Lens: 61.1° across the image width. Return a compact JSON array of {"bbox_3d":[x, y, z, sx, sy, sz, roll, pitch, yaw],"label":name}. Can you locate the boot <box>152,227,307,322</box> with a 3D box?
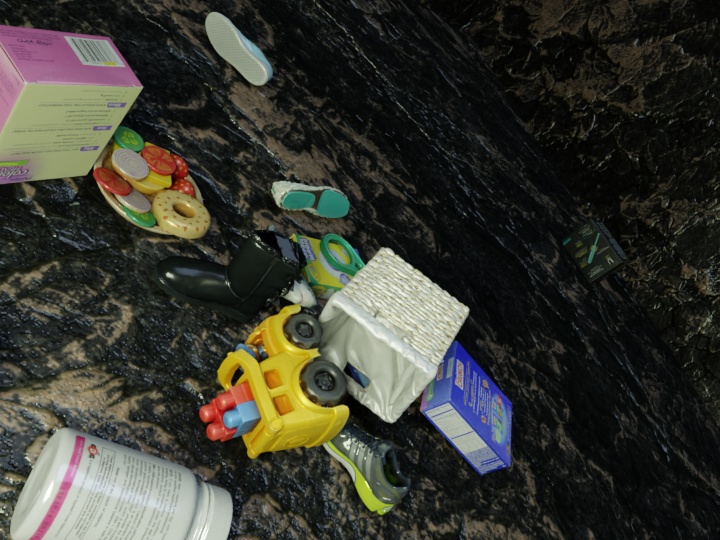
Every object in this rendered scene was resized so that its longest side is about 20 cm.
[{"bbox_3d":[-0.194,-0.005,0.938,0.198,0.162,0.074,28,36,-30],"label":"boot"}]

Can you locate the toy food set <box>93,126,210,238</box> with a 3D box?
[{"bbox_3d":[-0.342,-0.141,1.004,0.198,0.049,0.200,20,43,-41],"label":"toy food set"}]

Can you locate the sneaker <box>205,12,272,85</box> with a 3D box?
[{"bbox_3d":[-0.290,-0.531,1.469,0.200,0.074,0.082,52,23,-11],"label":"sneaker"}]

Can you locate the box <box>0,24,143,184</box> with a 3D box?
[{"bbox_3d":[-0.435,-0.221,0.837,0.097,0.200,0.176,54,33,7],"label":"box"}]

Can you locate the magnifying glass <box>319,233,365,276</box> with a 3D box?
[{"bbox_3d":[0.000,0.000,1.218,0.200,0.022,0.080,42,32,-15],"label":"magnifying glass"}]

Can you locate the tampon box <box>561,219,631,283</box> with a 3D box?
[{"bbox_3d":[0.907,-0.073,2.351,0.126,0.150,0.200,-2,58,-50],"label":"tampon box"}]

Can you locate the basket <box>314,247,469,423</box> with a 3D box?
[{"bbox_3d":[0.041,0.108,1.012,0.198,0.200,0.161,37,50,7],"label":"basket"}]

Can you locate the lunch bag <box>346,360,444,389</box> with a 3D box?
[{"bbox_3d":[0.034,0.145,1.149,0.200,0.094,0.151,-10,65,-40],"label":"lunch bag"}]

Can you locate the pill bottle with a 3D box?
[{"bbox_3d":[-0.247,0.253,0.651,0.200,0.113,0.114,30,37,-27],"label":"pill bottle"}]

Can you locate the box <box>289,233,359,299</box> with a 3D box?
[{"bbox_3d":[-0.073,-0.003,1.194,0.200,0.048,0.118,10,49,-43],"label":"box"}]

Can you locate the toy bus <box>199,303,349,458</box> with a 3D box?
[{"bbox_3d":[-0.141,0.165,0.879,0.192,0.136,0.200,-7,58,-35],"label":"toy bus"}]

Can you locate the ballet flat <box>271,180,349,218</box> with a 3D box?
[{"bbox_3d":[-0.107,-0.160,1.300,0.200,0.072,0.072,7,51,-47],"label":"ballet flat"}]

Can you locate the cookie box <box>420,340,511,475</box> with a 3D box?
[{"bbox_3d":[0.213,0.269,1.205,0.200,0.075,0.171,49,31,-18],"label":"cookie box"}]

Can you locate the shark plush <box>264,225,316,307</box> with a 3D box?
[{"bbox_3d":[-0.144,-0.004,1.098,0.083,0.091,0.200,6,27,-30],"label":"shark plush"}]

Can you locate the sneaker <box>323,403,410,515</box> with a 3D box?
[{"bbox_3d":[0.008,0.280,0.961,0.200,0.081,0.074,52,32,5],"label":"sneaker"}]
